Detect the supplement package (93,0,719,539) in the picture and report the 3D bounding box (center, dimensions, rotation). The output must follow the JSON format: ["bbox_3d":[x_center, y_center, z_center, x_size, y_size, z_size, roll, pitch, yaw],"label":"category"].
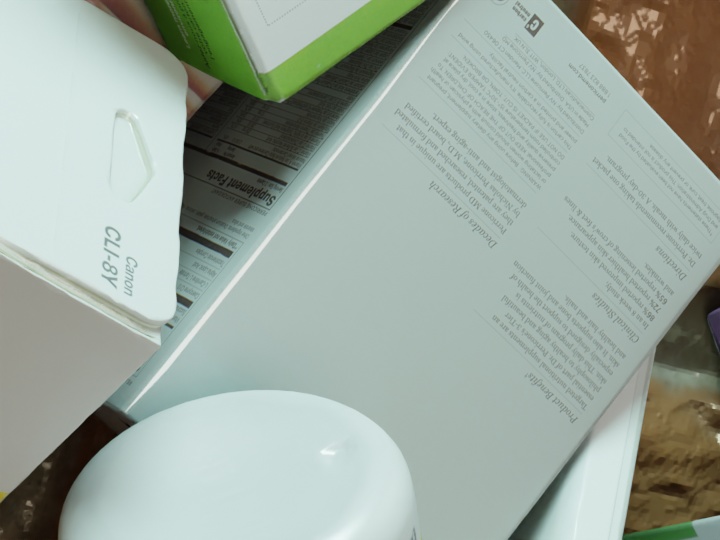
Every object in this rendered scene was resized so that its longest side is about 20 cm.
[{"bbox_3d":[0.000,0.000,0.893,0.152,0.151,0.200,43,80,-27],"label":"supplement package"}]

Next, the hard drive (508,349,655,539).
[{"bbox_3d":[0.056,0.121,0.904,0.026,0.132,0.200,25,51,-11],"label":"hard drive"}]

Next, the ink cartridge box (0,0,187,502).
[{"bbox_3d":[-0.149,0.014,0.778,0.083,0.145,0.200,32,122,-26],"label":"ink cartridge box"}]

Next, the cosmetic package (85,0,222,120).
[{"bbox_3d":[-0.063,-0.139,0.869,0.200,0.087,0.103,-50,119,-9],"label":"cosmetic package"}]

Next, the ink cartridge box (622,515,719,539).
[{"bbox_3d":[0.211,0.129,0.958,0.200,0.145,0.084,-2,79,-30],"label":"ink cartridge box"}]

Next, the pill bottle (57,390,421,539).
[{"bbox_3d":[-0.026,0.146,0.783,0.109,0.109,0.200,-23,124,-20],"label":"pill bottle"}]

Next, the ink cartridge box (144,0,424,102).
[{"bbox_3d":[-0.026,-0.179,0.775,0.148,0.076,0.200,-37,121,-18],"label":"ink cartridge box"}]

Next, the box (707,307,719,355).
[{"bbox_3d":[0.270,0.016,0.993,0.176,0.200,0.097,-19,84,-21],"label":"box"}]
